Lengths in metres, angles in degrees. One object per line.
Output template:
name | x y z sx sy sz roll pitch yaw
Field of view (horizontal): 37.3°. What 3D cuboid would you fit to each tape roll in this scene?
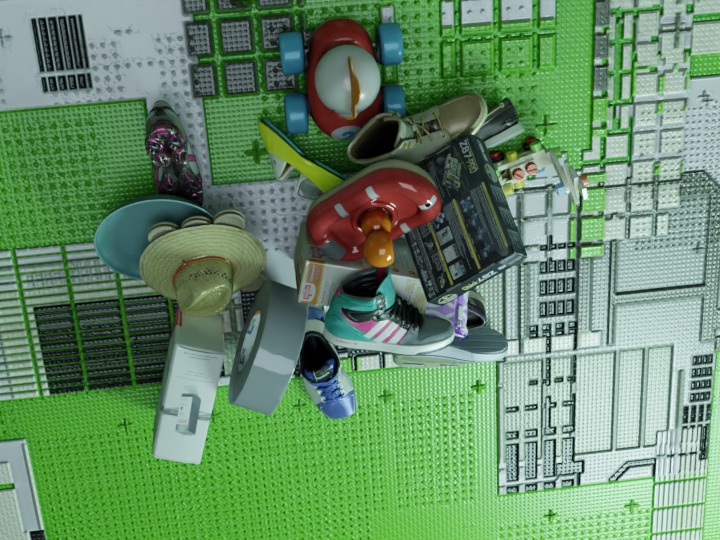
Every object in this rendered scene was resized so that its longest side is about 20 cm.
tape roll | -0.145 0.120 1.667 0.065 0.201 0.203 18 109 -14

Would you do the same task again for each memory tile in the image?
memory tile | -0.233 -0.021 1.650 0.151 0.017 0.201 -11 143 1

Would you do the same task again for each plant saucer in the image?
plant saucer | -0.306 -0.056 1.629 0.196 0.036 0.201 -7 144 -5

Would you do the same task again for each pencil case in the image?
pencil case | 0.140 0.007 1.682 0.083 0.085 0.204 6 85 -21

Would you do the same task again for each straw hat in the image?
straw hat | -0.237 0.022 1.619 0.197 0.086 0.202 -7 144 -5

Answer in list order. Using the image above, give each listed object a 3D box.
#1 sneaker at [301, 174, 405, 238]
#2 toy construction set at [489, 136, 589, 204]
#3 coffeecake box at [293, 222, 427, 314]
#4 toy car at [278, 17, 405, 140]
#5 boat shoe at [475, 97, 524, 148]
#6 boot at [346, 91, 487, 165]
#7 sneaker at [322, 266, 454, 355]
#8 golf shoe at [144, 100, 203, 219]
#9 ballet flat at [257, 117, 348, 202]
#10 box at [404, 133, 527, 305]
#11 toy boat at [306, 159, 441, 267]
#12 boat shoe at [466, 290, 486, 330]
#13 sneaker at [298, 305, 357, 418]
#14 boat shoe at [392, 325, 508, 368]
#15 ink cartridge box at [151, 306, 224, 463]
sneaker | 0.002 -0.118 1.668 0.197 0.076 0.082 20 85 -9
toy construction set | 0.250 -0.144 1.646 0.196 0.131 0.094 -7 113 -4
coffeecake box | 0.000 0.000 1.661 0.197 0.154 0.074 9 113 -10
toy car | -0.020 -0.259 1.530 0.181 0.201 0.180 -5 113 -4
boat shoe | 0.152 -0.199 1.650 0.199 0.072 0.061 -25 89 10
boot | 0.084 -0.204 1.553 0.198 0.154 0.073 -28 79 16
sneaker | 0.047 0.051 1.563 0.196 0.084 0.122 3 125 -6
golf shoe | -0.278 -0.161 1.608 0.071 0.093 0.202 -7 136 -5
ballet flat | -0.089 -0.150 1.602 0.199 0.067 0.067 36 92 9
box | 0.138 -0.074 1.562 0.160 0.203 0.049 -32 155 30
toy boat | 0.024 -0.062 1.516 0.198 0.132 0.130 -30 139 20
boat shoe | 0.113 0.065 1.749 0.196 0.065 0.073 4 112 -8
sneaker | -0.065 0.169 1.743 0.079 0.115 0.202 -18 113 2
boat shoe | 0.147 0.129 1.787 0.196 0.073 0.063 4 136 -5
ink cartridge box | -0.276 0.184 1.707 0.083 0.146 0.203 12 110 -13
